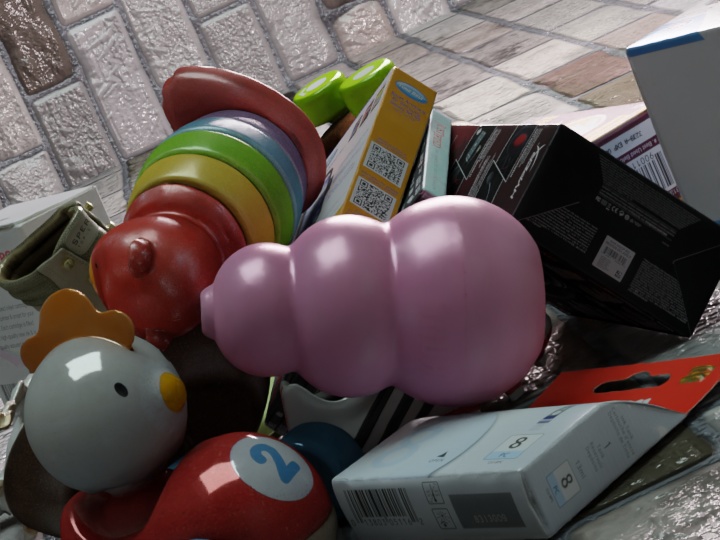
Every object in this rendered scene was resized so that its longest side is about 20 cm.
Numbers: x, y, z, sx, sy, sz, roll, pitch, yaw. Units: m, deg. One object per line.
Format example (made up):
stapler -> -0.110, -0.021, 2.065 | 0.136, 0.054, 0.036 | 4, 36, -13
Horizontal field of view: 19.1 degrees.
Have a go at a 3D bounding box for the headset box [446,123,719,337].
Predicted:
headset box -> 0.130, -0.029, 1.403 | 0.075, 0.148, 0.200 | -61, 18, -7

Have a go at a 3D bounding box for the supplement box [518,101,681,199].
supplement box -> 0.161, -0.068, 1.692 | 0.110, 0.086, 0.200 | -30, 13, -24

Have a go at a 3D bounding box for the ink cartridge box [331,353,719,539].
ink cartridge box -> 0.104, 0.085, 1.224 | 0.200, 0.047, 0.160 | -36, 16, -37

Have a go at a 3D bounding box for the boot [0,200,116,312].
boot -> -0.140, 0.010, 1.468 | 0.199, 0.155, 0.072 | -24, 34, 34

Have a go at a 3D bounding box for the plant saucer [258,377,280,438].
plant saucer -> -0.103, 0.073, 1.561 | 0.199, 0.031, 0.201 | -15, 42, 14

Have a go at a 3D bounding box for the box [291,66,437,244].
box -> -0.006, -0.046, 1.414 | 0.119, 0.041, 0.200 | -52, 10, 39

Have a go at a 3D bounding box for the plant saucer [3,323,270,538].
plant saucer -> -0.134, 0.111, 1.385 | 0.200, 0.201, 0.037 | -28, 56, -18

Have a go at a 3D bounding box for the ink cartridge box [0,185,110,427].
ink cartridge box -> -0.241, 0.044, 1.720 | 0.087, 0.201, 0.145 | -33, 14, -37

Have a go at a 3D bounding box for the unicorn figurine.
unicorn figurine -> -0.248, 0.140, 1.563 | 0.201, 0.074, 0.137 | -58, 7, 7

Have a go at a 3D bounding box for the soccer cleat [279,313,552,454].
soccer cleat -> 0.037, 0.062, 1.364 | 0.199, 0.086, 0.069 | -30, 14, -21

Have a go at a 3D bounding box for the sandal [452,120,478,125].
sandal -> 0.103, -0.088, 1.930 | 0.054, 0.081, 0.200 | -30, 17, -19

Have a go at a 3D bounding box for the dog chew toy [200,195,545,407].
dog chew toy -> 0.006, 0.020, 1.256 | 0.199, 0.125, 0.125 | -2, 11, -5

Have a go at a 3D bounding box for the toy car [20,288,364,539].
toy car -> -0.122, 0.100, 1.236 | 0.176, 0.201, 0.184 | -17, 14, 31

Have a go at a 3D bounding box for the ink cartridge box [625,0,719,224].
ink cartridge box -> 0.325, -0.143, 1.541 | 0.200, 0.147, 0.146 | -32, 15, -36

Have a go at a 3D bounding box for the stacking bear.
stacking bear -> -0.103, -0.029, 1.336 | 0.113, 0.122, 0.200 | 7, 32, 17

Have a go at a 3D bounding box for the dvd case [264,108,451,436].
dvd case -> -0.001, -0.001, 1.425 | 0.200, 0.022, 0.146 | -55, 11, 22

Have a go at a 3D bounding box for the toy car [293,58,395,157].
toy car -> -0.025, -0.060, 1.882 | 0.200, 0.165, 0.158 | -42, 18, -28
